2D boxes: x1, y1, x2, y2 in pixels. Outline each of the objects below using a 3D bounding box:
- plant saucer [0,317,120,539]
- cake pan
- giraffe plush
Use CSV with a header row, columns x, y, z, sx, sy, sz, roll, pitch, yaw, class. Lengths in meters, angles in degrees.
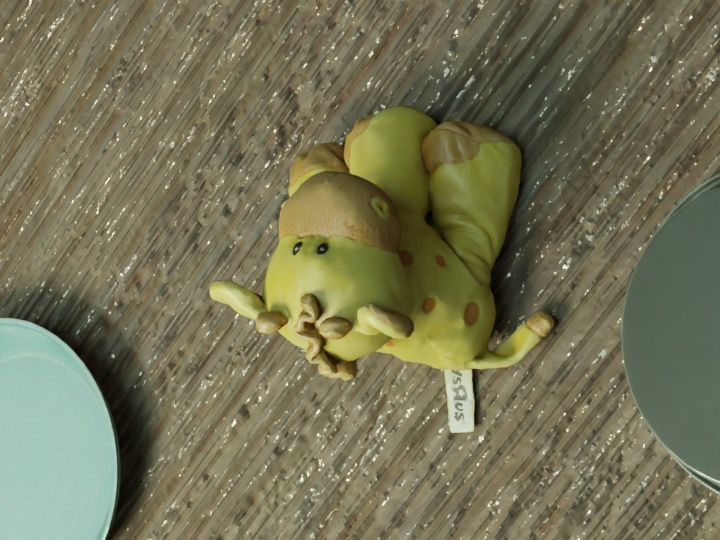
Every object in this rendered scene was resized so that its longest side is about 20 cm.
x,y,z,sx,sy,sz,roll,pitch,yaw,class
-0.231,0.132,1.759,0.200,0.036,0.200,-1,88,34,plant saucer
0.229,0.035,1.449,0.200,0.037,0.201,-1,89,34,cake pan
0.000,0.000,1.527,0.172,0.162,0.200,-26,75,31,giraffe plush
